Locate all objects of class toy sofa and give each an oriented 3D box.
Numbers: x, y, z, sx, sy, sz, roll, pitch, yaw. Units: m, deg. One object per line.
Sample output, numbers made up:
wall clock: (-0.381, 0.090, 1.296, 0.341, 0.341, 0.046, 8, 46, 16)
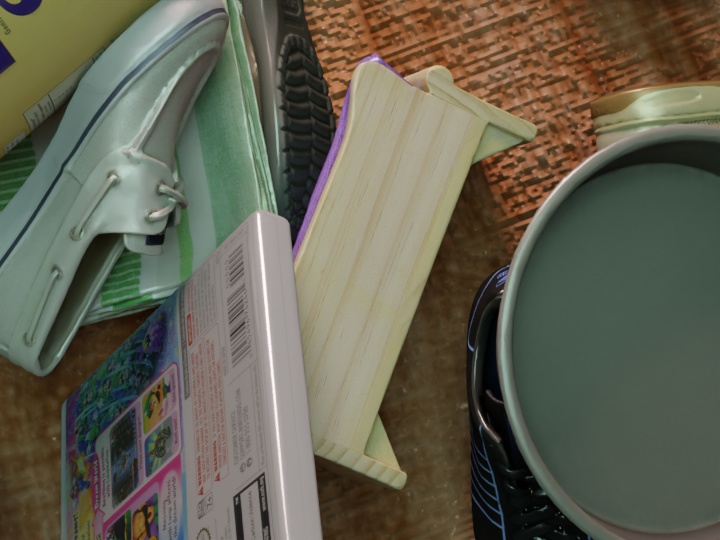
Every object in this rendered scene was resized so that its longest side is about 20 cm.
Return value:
toy sofa: (0.000, 0.000, 0.855, 0.097, 0.083, 0.201, 23, 81, -15)

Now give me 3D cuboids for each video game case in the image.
video game case: (-0.082, 0.101, 0.778, 0.024, 0.182, 0.201, 20, 46, -32)

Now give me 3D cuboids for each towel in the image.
towel: (-0.141, -0.046, 0.869, 0.199, 0.023, 0.153, -16, 80, 19)

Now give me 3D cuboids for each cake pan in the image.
cake pan: (0.148, 0.035, 0.798, 0.199, 0.037, 0.202, 1, 87, -19)

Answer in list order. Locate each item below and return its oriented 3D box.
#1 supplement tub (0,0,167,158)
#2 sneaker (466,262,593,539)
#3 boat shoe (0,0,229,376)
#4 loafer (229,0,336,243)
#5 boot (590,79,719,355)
supplement tub: (-0.180, -0.133, 0.797, 0.200, 0.145, 0.145, -42, 83, -11)
sneaker: (0.082, 0.096, 0.839, 0.070, 0.078, 0.201, -8, 92, 8)
boat shoe: (-0.112, -0.036, 0.812, 0.070, 0.071, 0.200, 40, 101, 13)
loafer: (-0.062, -0.109, 0.897, 0.069, 0.075, 0.201, -12, 79, 21)
boot: (0.216, -0.017, 0.878, 0.199, 0.073, 0.156, -3, 88, -14)
